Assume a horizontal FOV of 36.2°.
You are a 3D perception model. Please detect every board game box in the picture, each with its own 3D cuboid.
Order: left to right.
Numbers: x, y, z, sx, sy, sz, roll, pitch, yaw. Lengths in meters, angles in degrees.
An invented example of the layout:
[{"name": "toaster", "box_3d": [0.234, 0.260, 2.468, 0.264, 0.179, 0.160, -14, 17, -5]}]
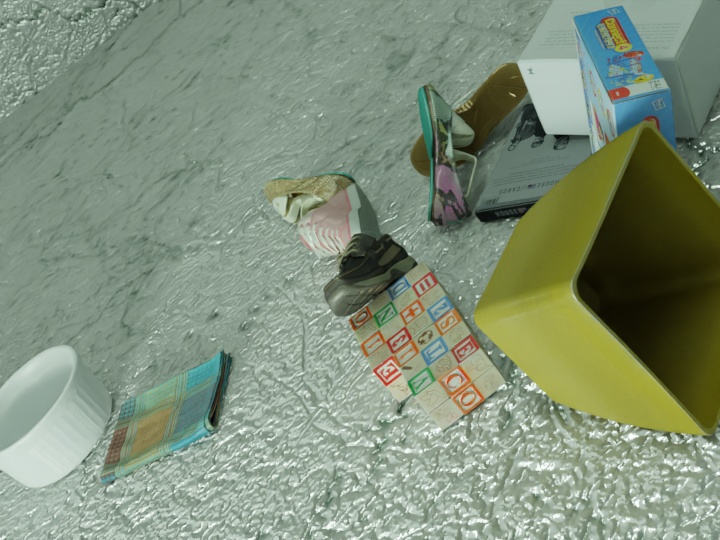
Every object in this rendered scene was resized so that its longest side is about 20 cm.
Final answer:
[{"name": "board game box", "box_3d": [0.276, -0.138, 1.134, 0.055, 0.202, 0.197, -13, 36, 6]}]

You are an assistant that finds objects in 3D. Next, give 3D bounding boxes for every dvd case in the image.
[{"name": "dvd case", "box_3d": [0.236, -0.147, 1.369, 0.149, 0.025, 0.201, -8, 44, 43]}]

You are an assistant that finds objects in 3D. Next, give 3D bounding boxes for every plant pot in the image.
[{"name": "plant pot", "box_3d": [0.224, 0.020, 1.014, 0.176, 0.200, 0.201, -18, 35, 53]}]

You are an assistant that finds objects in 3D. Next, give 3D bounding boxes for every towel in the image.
[{"name": "towel", "box_3d": [-0.264, 0.197, 1.490, 0.198, 0.022, 0.148, -27, 32, 23]}]

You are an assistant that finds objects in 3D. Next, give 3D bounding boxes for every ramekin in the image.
[{"name": "ramekin", "box_3d": [-0.458, 0.217, 1.607, 0.199, 0.098, 0.202, -29, 31, 20]}]

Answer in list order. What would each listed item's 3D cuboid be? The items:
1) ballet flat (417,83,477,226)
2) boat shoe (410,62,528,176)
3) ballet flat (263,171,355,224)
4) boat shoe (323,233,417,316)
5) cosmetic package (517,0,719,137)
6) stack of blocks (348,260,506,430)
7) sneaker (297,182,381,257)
[{"name": "ballet flat", "box_3d": [0.116, -0.151, 1.434, 0.070, 0.069, 0.203, -3, 66, -1]}, {"name": "boat shoe", "box_3d": [0.154, -0.204, 1.505, 0.199, 0.071, 0.069, -39, 3, 18]}, {"name": "ballet flat", "box_3d": [-0.087, -0.105, 1.642, 0.199, 0.070, 0.066, -5, 59, 50]}, {"name": "boat shoe", "box_3d": [0.000, 0.000, 1.308, 0.074, 0.074, 0.200, -40, -8, 22]}, {"name": "cosmetic package", "box_3d": [0.324, -0.268, 1.301, 0.197, 0.124, 0.201, 7, 52, 38]}, {"name": "stack of blocks", "box_3d": [0.069, 0.087, 1.218, 0.115, 0.059, 0.200, -38, 30, 5]}, {"name": "sneaker", "box_3d": [-0.029, -0.042, 1.480, 0.104, 0.076, 0.201, -30, 24, 9]}]
